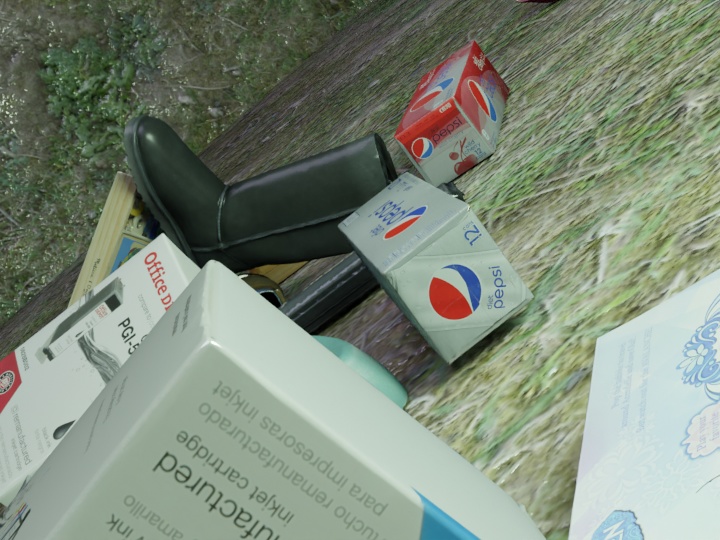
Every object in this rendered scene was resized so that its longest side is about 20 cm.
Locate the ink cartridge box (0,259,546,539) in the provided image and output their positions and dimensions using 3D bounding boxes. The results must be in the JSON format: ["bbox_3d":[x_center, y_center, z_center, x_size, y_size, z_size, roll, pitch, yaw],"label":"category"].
[{"bbox_3d":[-0.052,0.126,0.414,0.200,0.147,0.145,-51,10,3],"label":"ink cartridge box"}]

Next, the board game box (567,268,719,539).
[{"bbox_3d":[0.163,0.037,0.448,0.199,0.043,0.200,-33,14,26],"label":"board game box"}]

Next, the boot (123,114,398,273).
[{"bbox_3d":[-0.074,-0.075,1.115,0.199,0.165,0.066,-10,36,20],"label":"boot"}]

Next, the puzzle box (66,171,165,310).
[{"bbox_3d":[-0.201,0.025,1.179,0.133,0.025,0.201,23,-94,-67],"label":"puzzle box"}]

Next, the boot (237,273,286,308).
[{"bbox_3d":[-0.144,0.068,1.120,0.200,0.075,0.097,-39,10,-13],"label":"boot"}]

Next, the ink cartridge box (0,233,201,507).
[{"bbox_3d":[-0.186,0.088,1.032,0.200,0.083,0.147,-38,39,2],"label":"ink cartridge box"}]

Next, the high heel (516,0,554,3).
[{"bbox_3d":[0.247,-0.352,1.508,0.096,0.068,0.200,-33,-5,-22],"label":"high heel"}]

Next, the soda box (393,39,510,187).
[{"bbox_3d":[0.087,-0.146,1.249,0.070,0.063,0.200,-33,14,21],"label":"soda box"}]

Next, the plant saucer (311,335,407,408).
[{"bbox_3d":[-0.073,0.075,0.794,0.199,0.036,0.200,-10,10,2],"label":"plant saucer"}]

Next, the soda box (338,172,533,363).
[{"bbox_3d":[0.041,-0.007,0.847,0.063,0.068,0.200,-37,13,-1],"label":"soda box"}]

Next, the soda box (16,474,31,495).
[{"bbox_3d":[-0.192,0.191,0.813,0.068,0.063,0.200,-60,14,0],"label":"soda box"}]

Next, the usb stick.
[{"bbox_3d":[0.000,0.000,1.051,0.200,0.033,0.055,-37,14,8],"label":"usb stick"}]

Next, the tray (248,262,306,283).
[{"bbox_3d":[-0.064,-0.047,1.383,0.098,0.037,0.200,-36,12,8],"label":"tray"}]
